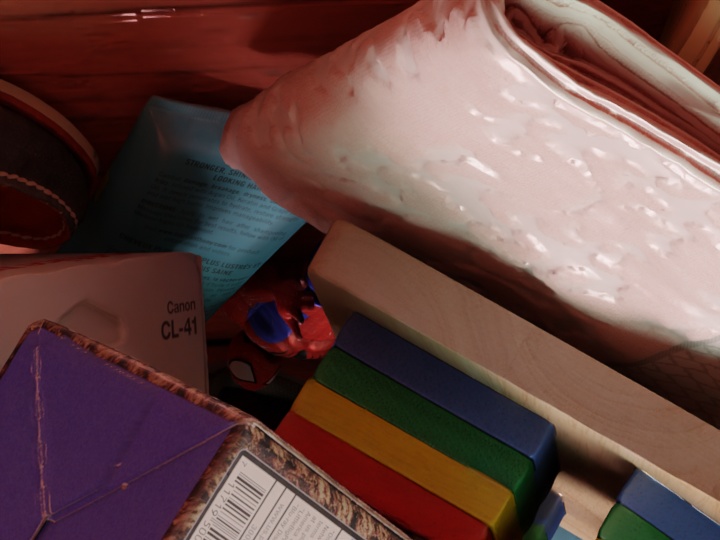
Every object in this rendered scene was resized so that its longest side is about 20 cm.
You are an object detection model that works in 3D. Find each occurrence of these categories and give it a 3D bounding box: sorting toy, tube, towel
[{"bbox_3d":[0.069,0.086,0.869,0.198,0.070,0.200,30,169,12],"label":"sorting toy"},{"bbox_3d":[-0.072,0.000,0.950,0.077,0.051,0.200,6,151,-26],"label":"tube"},{"bbox_3d":[0.068,-0.006,0.779,0.190,0.032,0.200,34,161,-14],"label":"towel"}]

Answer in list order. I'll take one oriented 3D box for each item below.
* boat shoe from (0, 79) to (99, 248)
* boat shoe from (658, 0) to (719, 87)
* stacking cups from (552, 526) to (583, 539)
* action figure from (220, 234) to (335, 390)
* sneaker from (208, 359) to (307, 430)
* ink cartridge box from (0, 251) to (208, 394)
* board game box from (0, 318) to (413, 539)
[{"bbox_3d":[-0.161,-0.033,0.837,0.071,0.063,0.199,-23,151,39],"label":"boat shoe"},{"bbox_3d":[0.117,-0.043,0.790,0.072,0.073,0.200,20,165,10],"label":"boat shoe"},{"bbox_3d":[0.065,0.095,1.017,0.199,0.061,0.060,16,153,-24],"label":"stacking cups"},{"bbox_3d":[0.000,0.000,0.952,0.065,0.052,0.200,4,160,-26],"label":"action figure"},{"bbox_3d":[0.010,0.095,1.062,0.199,0.074,0.079,26,163,-3],"label":"sneaker"},{"bbox_3d":[-0.167,0.041,0.884,0.199,0.086,0.147,0,-175,29],"label":"ink cartridge box"},{"bbox_3d":[-0.044,0.137,0.795,0.097,0.160,0.200,22,166,46],"label":"board game box"}]
